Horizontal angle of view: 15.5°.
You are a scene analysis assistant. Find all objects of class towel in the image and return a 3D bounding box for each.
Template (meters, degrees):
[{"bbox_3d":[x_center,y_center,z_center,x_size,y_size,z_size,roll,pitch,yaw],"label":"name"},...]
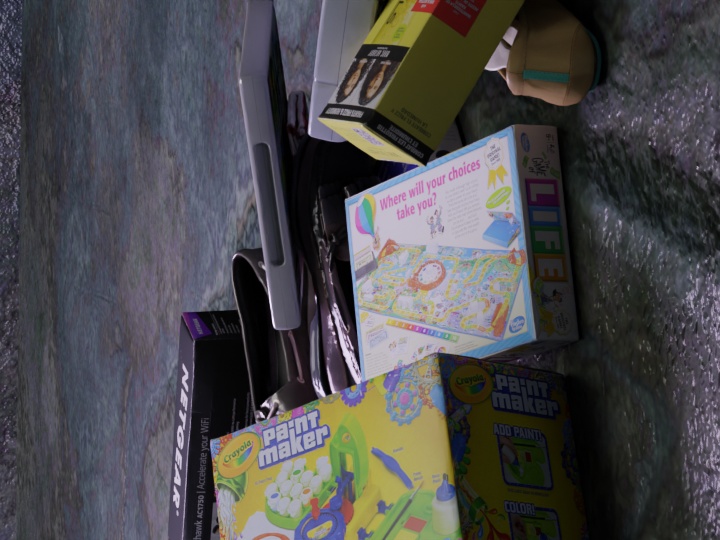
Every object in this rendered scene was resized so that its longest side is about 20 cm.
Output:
[{"bbox_3d":[-0.027,-0.021,1.899,0.144,0.023,0.200,-98,-1,-77],"label":"towel"}]

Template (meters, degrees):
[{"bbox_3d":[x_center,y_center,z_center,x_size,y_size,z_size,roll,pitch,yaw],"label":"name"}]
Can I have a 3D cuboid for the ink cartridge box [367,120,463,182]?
[{"bbox_3d":[0.028,-0.037,1.867,0.198,0.043,0.200,108,156,-49],"label":"ink cartridge box"}]

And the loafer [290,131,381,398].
[{"bbox_3d":[0.000,0.000,1.802,0.063,0.072,0.200,9,107,54],"label":"loafer"}]

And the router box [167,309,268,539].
[{"bbox_3d":[-0.067,0.127,2.039,0.051,0.149,0.200,-123,35,-60],"label":"router box"}]

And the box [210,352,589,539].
[{"bbox_3d":[0.026,0.173,1.611,0.200,0.122,0.193,-22,67,40],"label":"box"}]

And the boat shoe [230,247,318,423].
[{"bbox_3d":[-0.062,0.073,1.918,0.067,0.057,0.200,-40,47,43],"label":"boat shoe"}]

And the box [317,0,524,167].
[{"bbox_3d":[0.056,-0.158,1.549,0.200,0.050,0.075,-58,23,-6],"label":"box"}]

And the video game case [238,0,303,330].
[{"bbox_3d":[-0.062,-0.078,1.859,0.200,0.022,0.183,-90,-6,-69],"label":"video game case"}]

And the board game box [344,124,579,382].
[{"bbox_3d":[0.061,-0.003,1.677,0.200,0.034,0.135,-21,71,56],"label":"board game box"}]

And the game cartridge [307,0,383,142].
[{"bbox_3d":[0.000,-0.186,1.622,0.133,0.041,0.200,-66,-14,-66],"label":"game cartridge"}]

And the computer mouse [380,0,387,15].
[{"bbox_3d":[0.046,-0.175,1.690,0.200,0.053,0.139,67,-149,-85],"label":"computer mouse"}]

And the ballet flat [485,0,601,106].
[{"bbox_3d":[0.086,-0.152,1.612,0.200,0.063,0.069,-130,40,-66],"label":"ballet flat"}]
